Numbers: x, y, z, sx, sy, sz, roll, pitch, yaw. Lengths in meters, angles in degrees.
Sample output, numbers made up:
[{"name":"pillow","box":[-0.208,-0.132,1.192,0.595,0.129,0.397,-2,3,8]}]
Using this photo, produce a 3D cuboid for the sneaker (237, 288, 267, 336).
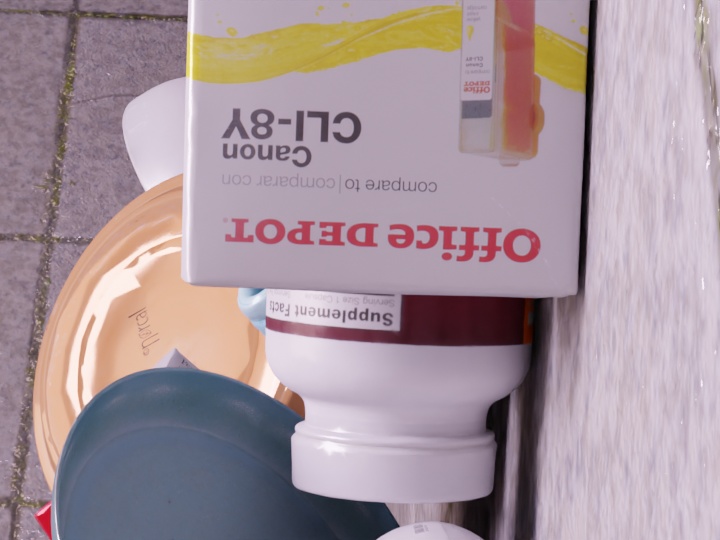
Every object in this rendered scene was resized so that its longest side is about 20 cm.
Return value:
[{"name":"sneaker","box":[-0.020,-0.055,1.003,0.082,0.074,0.201,30,-132,-40]}]

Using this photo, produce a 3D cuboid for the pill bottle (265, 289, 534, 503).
[{"name":"pill bottle","box":[0.018,-0.010,0.904,0.113,0.112,0.201,-120,32,-86]}]

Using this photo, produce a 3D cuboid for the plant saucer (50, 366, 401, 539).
[{"name":"plant saucer","box":[-0.047,0.131,0.880,0.027,0.200,0.201,-41,31,31]}]

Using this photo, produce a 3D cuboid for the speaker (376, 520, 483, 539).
[{"name":"speaker","box":[0.033,0.143,0.776,0.200,0.081,0.082,-136,49,-87]}]

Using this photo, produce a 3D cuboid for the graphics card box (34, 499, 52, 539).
[{"name":"graphics card box","box":[-0.089,0.096,1.198,0.051,0.125,0.200,53,-166,2]}]

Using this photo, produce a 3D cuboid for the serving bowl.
[{"name":"serving bowl","box":[-0.048,-0.039,1.269,0.200,0.066,0.200,47,-164,-18]}]

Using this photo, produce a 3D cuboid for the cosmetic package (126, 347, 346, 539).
[{"name":"cosmetic package","box":[-0.031,0.130,0.974,0.051,0.200,0.083,-42,14,27]}]

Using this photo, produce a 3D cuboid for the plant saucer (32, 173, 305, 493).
[{"name":"plant saucer","box":[-0.088,0.043,1.074,0.032,0.199,0.202,29,-124,-49]}]

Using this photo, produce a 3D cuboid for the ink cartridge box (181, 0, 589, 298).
[{"name":"ink cartridge box","box":[0.009,-0.091,0.797,0.083,0.144,0.201,-148,60,-86]}]
